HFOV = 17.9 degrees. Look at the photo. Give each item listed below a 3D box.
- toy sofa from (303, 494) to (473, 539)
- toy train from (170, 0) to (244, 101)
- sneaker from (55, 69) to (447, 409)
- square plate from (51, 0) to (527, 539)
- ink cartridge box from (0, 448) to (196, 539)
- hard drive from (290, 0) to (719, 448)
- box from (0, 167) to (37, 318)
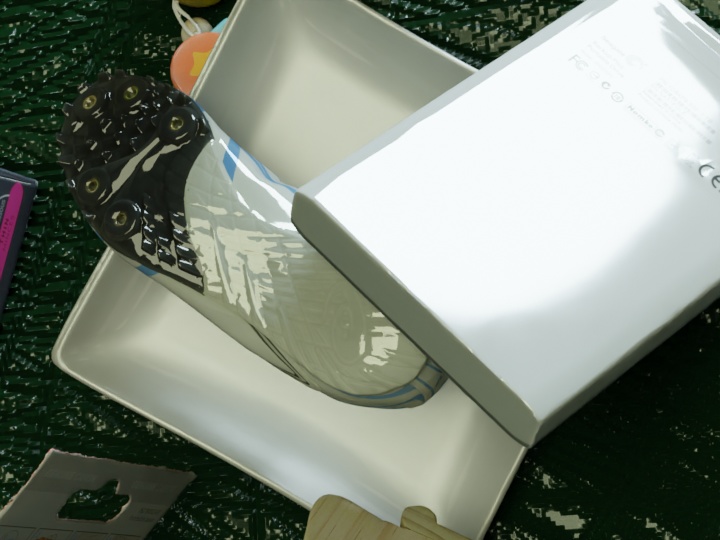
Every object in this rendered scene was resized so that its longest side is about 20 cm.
[{"bbox_3d":[-0.013,0.184,0.870,0.097,0.083,0.200,20,44,18],"label":"toy sofa"},{"bbox_3d":[-0.031,-0.136,1.009,0.149,0.056,0.201,-4,78,19],"label":"toy train"},{"bbox_3d":[-0.045,-0.009,0.927,0.200,0.072,0.072,38,85,20],"label":"sneaker"},{"bbox_3d":[0.000,0.000,0.964,0.199,0.028,0.199,29,93,6],"label":"square plate"},{"bbox_3d":[-0.172,0.144,0.951,0.050,0.161,0.200,39,94,18],"label":"ink cartridge box"},{"bbox_3d":[0.088,-0.031,0.899,0.200,0.027,0.132,-34,67,-31],"label":"hard drive"},{"bbox_3d":[-0.268,-0.013,1.042,0.199,0.106,0.123,15,87,21],"label":"box"}]
